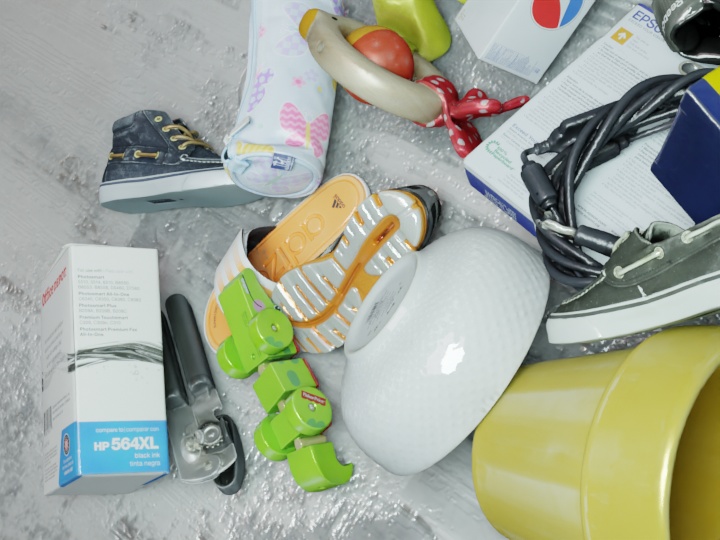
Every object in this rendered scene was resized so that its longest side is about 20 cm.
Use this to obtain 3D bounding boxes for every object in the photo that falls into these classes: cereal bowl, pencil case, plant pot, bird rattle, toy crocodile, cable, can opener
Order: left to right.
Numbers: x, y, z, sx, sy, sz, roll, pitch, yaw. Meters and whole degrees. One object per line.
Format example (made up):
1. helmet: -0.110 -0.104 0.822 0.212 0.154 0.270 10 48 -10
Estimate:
1. can opener: -0.150 0.113 1.146 0.053 0.067 0.201 -25 49 2
2. toy crocodile: -0.065 0.091 1.071 0.068 0.062 0.201 -44 64 40
3. pencil case: -0.067 -0.164 1.138 0.090 0.083 0.201 11 66 -7
4. bird rattle: 0.030 -0.154 1.055 0.113 0.162 0.201 -54 45 31
5. cereal bowl: 0.047 0.047 0.956 0.200 0.083 0.200 -50 16 20
6. plant pot: 0.184 0.134 0.855 0.188 0.200 0.202 1 75 49
7. cable: 0.217 -0.061 0.898 0.199 0.051 0.164 -17 56 7

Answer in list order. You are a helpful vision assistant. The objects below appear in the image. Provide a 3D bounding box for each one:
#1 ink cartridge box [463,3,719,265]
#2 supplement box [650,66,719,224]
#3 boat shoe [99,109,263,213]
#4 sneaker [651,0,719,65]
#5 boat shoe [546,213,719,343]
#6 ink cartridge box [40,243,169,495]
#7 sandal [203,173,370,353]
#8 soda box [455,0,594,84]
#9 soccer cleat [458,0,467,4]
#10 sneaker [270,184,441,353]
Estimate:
1. ink cartridge box: 0.214 -0.086 0.968 0.200 0.043 0.196 -41 56 -10
2. supplement box: 0.306 -0.101 0.828 0.199 0.109 0.110 -32 71 -13
3. boat shoe: -0.169 -0.109 1.209 0.199 0.071 0.091 -2 79 34
4. sneaker: 0.249 -0.208 0.961 0.090 0.067 0.200 -27 53 -27
5. boat shoe: 0.192 0.002 0.802 0.200 0.070 0.064 -22 78 49
6. ink cartridge box: -0.231 0.091 1.138 0.146 0.084 0.201 147 122 -61
7. sandal: -0.080 -0.015 1.133 0.207 0.059 0.079 -47 57 12
8. soda box: 0.160 -0.253 1.009 0.200 0.063 0.068 -55 34 27
9. soccer cleat: 0.156 -0.293 1.065 0.200 0.065 0.084 -44 57 13
10. sneaker: 0.000 0.000 1.076 0.078 0.077 0.200 50 125 3
